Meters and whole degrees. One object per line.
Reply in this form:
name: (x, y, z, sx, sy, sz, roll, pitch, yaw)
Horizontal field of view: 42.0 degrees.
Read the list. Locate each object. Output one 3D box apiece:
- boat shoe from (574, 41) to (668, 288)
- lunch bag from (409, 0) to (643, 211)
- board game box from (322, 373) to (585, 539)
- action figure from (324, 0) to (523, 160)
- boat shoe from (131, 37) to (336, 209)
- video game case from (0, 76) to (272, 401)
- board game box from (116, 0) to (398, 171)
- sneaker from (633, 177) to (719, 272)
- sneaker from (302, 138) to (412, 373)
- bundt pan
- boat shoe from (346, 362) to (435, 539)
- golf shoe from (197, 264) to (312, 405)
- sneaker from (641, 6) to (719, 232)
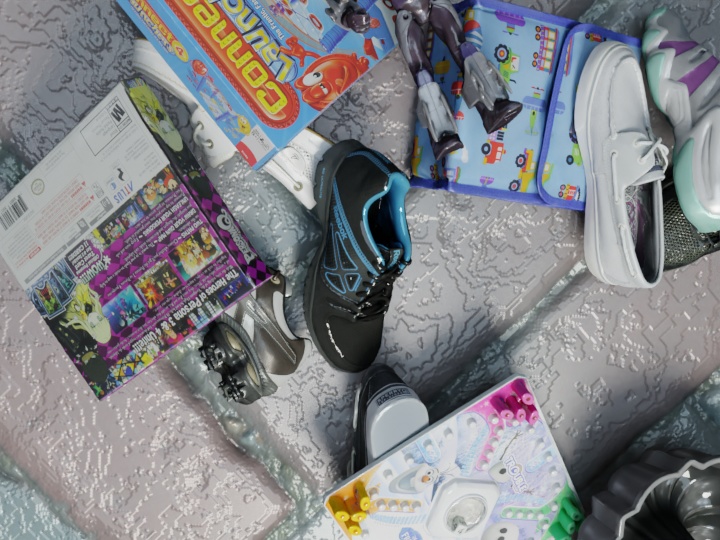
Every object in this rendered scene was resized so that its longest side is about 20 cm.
boat shoe: (0.220, -0.083, 0.770, 0.071, 0.068, 0.205, -9, 106, -31)
lunch bag: (0.153, -0.133, 0.802, 0.196, 0.094, 0.154, 6, 96, -21)
board game box: (0.092, 0.212, 0.815, 0.198, 0.026, 0.202, -31, 124, -3)
action figure: (0.046, -0.191, 0.699, 0.128, 0.069, 0.203, -27, 87, 7)
boat shoe: (-0.109, -0.118, 0.774, 0.197, 0.071, 0.070, 30, 92, -10)
video game case: (-0.190, -0.019, 0.742, 0.199, 0.036, 0.183, -34, 91, 29)
board game box: (-0.071, -0.220, 0.733, 0.201, 0.056, 0.196, 49, 63, -10)
sneaker: (0.327, -0.056, 0.806, 0.196, 0.114, 0.078, -23, 97, -1)
sneaker: (0.000, 0.000, 0.774, 0.072, 0.081, 0.204, -18, 119, -34)
bundt pan: (0.274, 0.250, 0.834, 0.197, 0.076, 0.207, -4, 101, -20)
boat shoe: (0.021, 0.175, 0.825, 0.072, 0.068, 0.203, -16, 123, -14)
golf shoe: (-0.113, 0.009, 0.799, 0.093, 0.077, 0.203, -29, 98, -24)
sneaker: (0.315, -0.142, 0.765, 0.138, 0.077, 0.205, -18, 71, 28)
